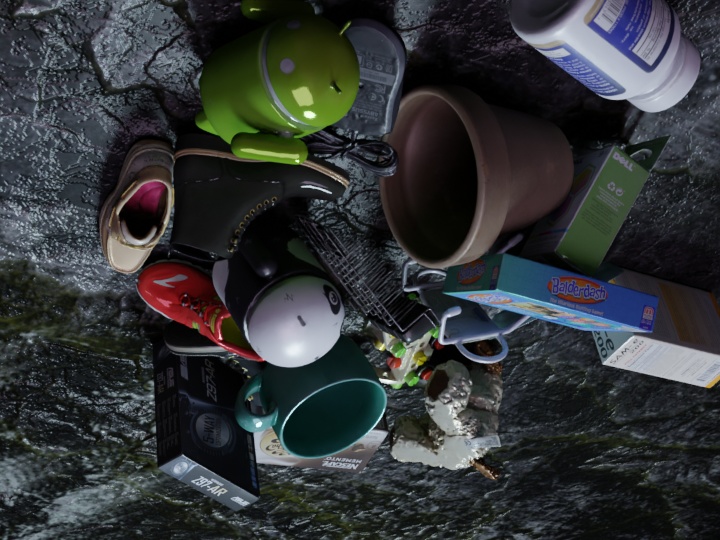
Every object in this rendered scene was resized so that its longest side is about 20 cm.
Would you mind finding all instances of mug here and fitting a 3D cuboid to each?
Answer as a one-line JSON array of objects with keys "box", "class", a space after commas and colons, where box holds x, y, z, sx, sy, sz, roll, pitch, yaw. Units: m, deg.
[{"box": [-0.066, 0.148, 1.490, 0.152, 0.115, 0.185, -44, 139, 15], "class": "mug"}]

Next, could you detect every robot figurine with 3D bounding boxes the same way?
[{"box": [-0.083, -0.189, 1.164, 0.115, 0.177, 0.199, 19, 158, -42], "class": "robot figurine"}, {"box": [-0.098, 0.023, 1.360, 0.150, 0.200, 0.125, 10, 120, -39], "class": "robot figurine"}]

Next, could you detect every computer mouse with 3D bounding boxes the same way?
[{"box": [-0.004, -0.200, 1.244, 0.138, 0.053, 0.201, 18, 137, 1], "class": "computer mouse"}]

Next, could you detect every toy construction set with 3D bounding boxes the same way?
[{"box": [0.046, 0.109, 1.576, 0.131, 0.092, 0.200, -15, 154, -35], "class": "toy construction set"}]

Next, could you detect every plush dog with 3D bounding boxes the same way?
[{"box": [0.154, 0.199, 1.648, 0.160, 0.172, 0.200, 31, 133, 0], "class": "plush dog"}]

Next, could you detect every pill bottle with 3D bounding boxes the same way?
[{"box": [0.262, -0.250, 1.202, 0.199, 0.120, 0.120, 27, 126, -36], "class": "pill bottle"}]

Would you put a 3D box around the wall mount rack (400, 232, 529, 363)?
[{"box": [0.153, 0.025, 1.448, 0.173, 0.200, 0.075, -10, 128, -21], "class": "wall mount rack"}]

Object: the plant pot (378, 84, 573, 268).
[{"box": [0.143, -0.110, 1.298, 0.174, 0.201, 0.201, -6, 142, -32], "class": "plant pot"}]

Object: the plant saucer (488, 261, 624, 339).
[{"box": [0.252, 0.035, 1.517, 0.199, 0.028, 0.200, -26, 176, -2], "class": "plant saucer"}]

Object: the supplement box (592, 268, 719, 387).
[{"box": [0.418, 0.080, 1.604, 0.199, 0.127, 0.074, 14, 135, -26], "class": "supplement box"}]

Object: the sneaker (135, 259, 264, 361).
[{"box": [-0.184, 0.049, 1.423, 0.199, 0.085, 0.077, 29, 90, -10], "class": "sneaker"}]

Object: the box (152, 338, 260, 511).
[{"box": [-0.208, 0.202, 1.541, 0.043, 0.201, 0.160, -30, 135, 20], "class": "box"}]

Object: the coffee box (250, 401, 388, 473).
[{"box": [-0.073, 0.228, 1.691, 0.199, 0.080, 0.113, 10, 133, -23], "class": "coffee box"}]

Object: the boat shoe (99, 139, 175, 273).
[{"box": [-0.261, -0.059, 1.333, 0.073, 0.069, 0.200, 6, 136, -19], "class": "boat shoe"}]

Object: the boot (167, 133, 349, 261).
[{"box": [-0.117, -0.065, 1.287, 0.199, 0.139, 0.077, 8, 162, -8], "class": "boot"}]

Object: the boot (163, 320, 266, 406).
[{"box": [-0.162, 0.124, 1.553, 0.202, 0.074, 0.154, -6, 134, -13], "class": "boot"}]

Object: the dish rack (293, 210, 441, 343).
[{"box": [0.000, 0.000, 1.383, 0.055, 0.153, 0.200, -42, 107, -10], "class": "dish rack"}]

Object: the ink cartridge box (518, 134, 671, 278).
[{"box": [0.272, -0.086, 1.343, 0.059, 0.201, 0.104, 34, 169, -12], "class": "ink cartridge box"}]

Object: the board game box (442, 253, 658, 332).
[{"box": [0.215, 0.028, 1.319, 0.199, 0.045, 0.152, 14, 173, -18], "class": "board game box"}]
